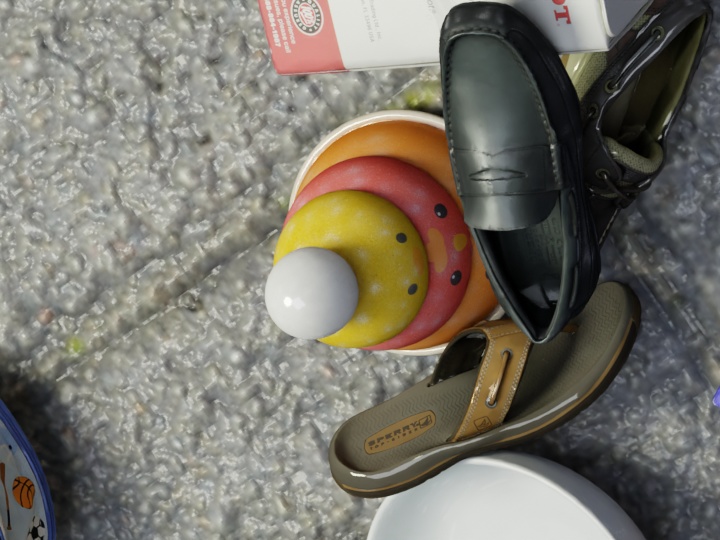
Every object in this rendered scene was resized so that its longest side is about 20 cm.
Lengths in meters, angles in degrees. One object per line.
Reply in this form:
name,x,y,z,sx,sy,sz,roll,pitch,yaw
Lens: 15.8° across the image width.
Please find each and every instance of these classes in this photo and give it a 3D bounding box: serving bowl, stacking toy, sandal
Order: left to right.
stacking toy,0.000,0.000,1.421,0.146,0.200,0.146,6,107,18
sandal,0.065,0.060,1.457,0.200,0.082,0.055,-25,127,10
serving bowl,0.100,0.190,1.499,0.200,0.066,0.200,14,116,31

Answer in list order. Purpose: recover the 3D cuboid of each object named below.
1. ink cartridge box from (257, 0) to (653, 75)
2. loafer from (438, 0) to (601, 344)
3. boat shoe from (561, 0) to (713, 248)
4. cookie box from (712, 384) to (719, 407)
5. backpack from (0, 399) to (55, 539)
ink cartridge box,0.042,-0.189,1.363,0.200,0.083,0.147,-2,113,28
loafer,0.083,-0.049,1.344,0.068,0.070,0.201,-2,131,22
boat shoe,0.133,-0.069,1.415,0.065,0.073,0.200,37,118,43
cookie box,0.311,0.020,1.381,0.171,0.075,0.200,29,113,11
backpack,-0.283,0.153,1.595,0.190,0.154,0.200,-21,103,32
